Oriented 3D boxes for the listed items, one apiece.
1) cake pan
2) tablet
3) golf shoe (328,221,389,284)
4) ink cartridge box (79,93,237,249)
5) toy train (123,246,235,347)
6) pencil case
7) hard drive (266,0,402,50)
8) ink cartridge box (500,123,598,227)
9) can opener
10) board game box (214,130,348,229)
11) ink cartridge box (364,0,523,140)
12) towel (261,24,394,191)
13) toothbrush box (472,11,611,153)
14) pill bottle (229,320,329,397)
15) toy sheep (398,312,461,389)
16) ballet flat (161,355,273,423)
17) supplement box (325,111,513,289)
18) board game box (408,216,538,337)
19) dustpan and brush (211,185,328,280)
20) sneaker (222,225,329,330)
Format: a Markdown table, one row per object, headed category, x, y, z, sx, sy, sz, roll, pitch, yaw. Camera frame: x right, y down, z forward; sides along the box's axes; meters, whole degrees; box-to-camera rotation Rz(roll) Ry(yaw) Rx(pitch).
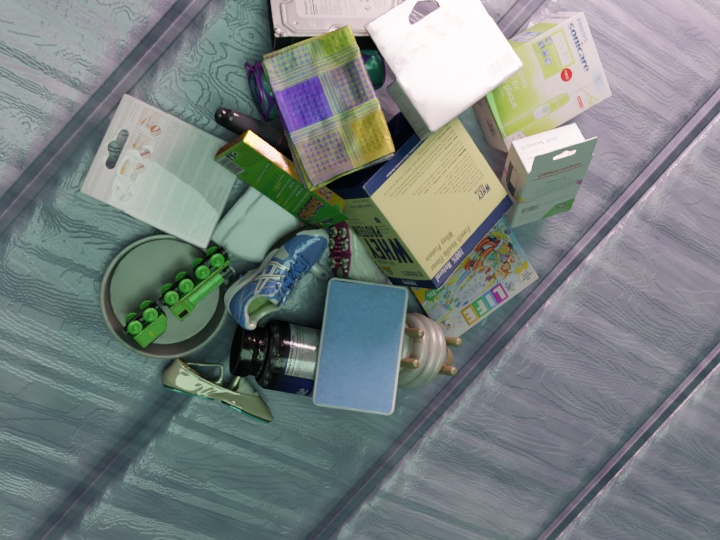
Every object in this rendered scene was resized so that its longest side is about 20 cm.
| category | x | y | z | sx | sy | sz | roll | pitch | yaw |
| --- | --- | --- | --- | --- | --- | --- | --- | --- | --- |
| cake pan | -0.304 | 0.038 | 1.341 | 0.198 | 0.037 | 0.203 | -4 | 107 | -14 |
| tablet | 0.001 | 0.117 | 1.341 | 0.129 | 0.014 | 0.202 | 7 | 83 | 2 |
| golf shoe | 0.000 | 0.000 | 1.405 | 0.091 | 0.075 | 0.202 | -15 | 112 | -27 |
| ink cartridge box | -0.289 | -0.144 | 1.277 | 0.198 | 0.047 | 0.161 | 25 | 86 | -13 |
| toy train | -0.273 | 0.041 | 1.311 | 0.199 | 0.042 | 0.057 | -39 | 121 | -2 |
| pencil case | -0.067 | -0.291 | 1.287 | 0.198 | 0.085 | 0.093 | -20 | 122 | -9 |
| hard drive | -0.037 | -0.388 | 1.251 | 0.198 | 0.038 | 0.141 | -3 | 68 | -12 |
| ink cartridge box | 0.294 | -0.161 | 1.371 | 0.116 | 0.068 | 0.201 | -17 | 153 | -11 |
| can opener | -0.133 | -0.193 | 1.272 | 0.199 | 0.063 | 0.079 | 26 | 78 | -54 |
| board game box | -0.112 | -0.127 | 1.267 | 0.199 | 0.095 | 0.030 | 37 | 61 | -24 |
| ink cartridge box | 0.117 | -0.316 | 1.249 | 0.199 | 0.045 | 0.177 | -37 | 95 | -23 |
| towel | -0.045 | -0.227 | 1.207 | 0.142 | 0.023 | 0.202 | -18 | 96 | 4 |
| toothbrush box | 0.279 | -0.302 | 1.379 | 0.199 | 0.086 | 0.147 | -29 | 111 | -7 |
| pill bottle | -0.105 | 0.142 | 1.386 | 0.198 | 0.112 | 0.113 | 13 | 102 | -18 |
| toy sheep | 0.079 | 0.131 | 1.417 | 0.199 | 0.138 | 0.139 | 21 | 100 | -39 |
| ballet flat | -0.222 | 0.190 | 1.396 | 0.199 | 0.069 | 0.070 | 23 | 99 | -20 |
| supplement box | 0.089 | -0.113 | 1.326 | 0.200 | 0.134 | 0.200 | -47 | 113 | -19 |
| board game box | 0.190 | 0.015 | 1.472 | 0.199 | 0.034 | 0.135 | -36 | 112 | -3 |
| dustpan and brush | -0.123 | -0.045 | 1.366 | 0.200 | 0.057 | 0.140 | 41 | 94 | -15 |
| sneaker | -0.120 | 0.014 | 1.317 | 0.200 | 0.077 | 0.076 | -43 | 135 | 10 |
